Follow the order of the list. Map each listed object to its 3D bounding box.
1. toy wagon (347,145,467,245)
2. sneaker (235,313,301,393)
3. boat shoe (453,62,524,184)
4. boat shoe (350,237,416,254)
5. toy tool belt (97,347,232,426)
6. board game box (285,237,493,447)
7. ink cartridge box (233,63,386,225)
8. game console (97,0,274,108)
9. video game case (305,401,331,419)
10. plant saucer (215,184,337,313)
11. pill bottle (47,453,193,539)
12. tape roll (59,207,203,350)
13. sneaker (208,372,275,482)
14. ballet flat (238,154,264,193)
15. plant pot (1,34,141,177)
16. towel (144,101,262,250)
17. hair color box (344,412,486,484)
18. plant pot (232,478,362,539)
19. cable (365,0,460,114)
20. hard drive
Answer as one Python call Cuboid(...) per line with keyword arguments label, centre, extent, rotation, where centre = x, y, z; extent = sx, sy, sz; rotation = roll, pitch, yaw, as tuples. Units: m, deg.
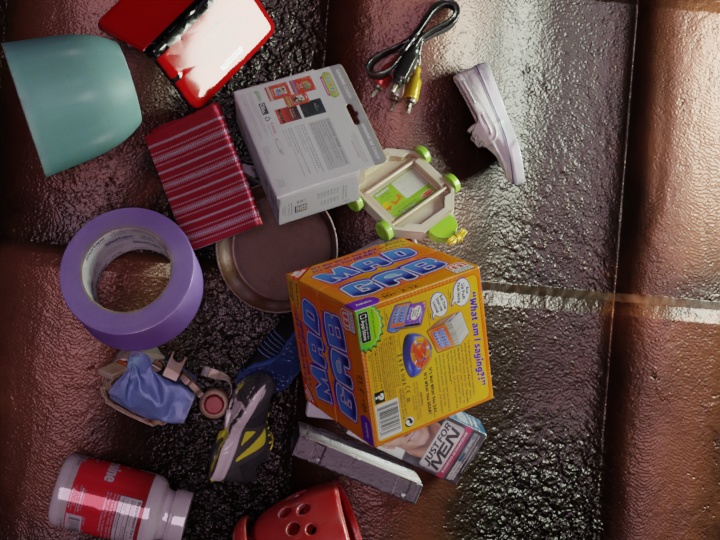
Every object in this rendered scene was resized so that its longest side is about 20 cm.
Cuboid(label="toy wagon", centre=(0.080, -0.103, 1.637), extent=(0.155, 0.040, 0.200), rotation=(-35, 68, -23))
Cuboid(label="sneaker", centre=(-0.118, 0.122, 1.639), extent=(0.070, 0.078, 0.200), rotation=(36, 128, -22))
Cuboid(label="boat shoe", centre=(0.200, -0.223, 1.679), extent=(0.065, 0.074, 0.200), rotation=(-19, 82, 1))
Cuboid(label="boat shoe", centre=(0.000, 0.000, 1.658), extent=(0.200, 0.065, 0.074), rotation=(-39, 94, -2))
Cuboid(label="toy tool belt", centre=(-0.295, 0.183, 1.620), extent=(0.200, 0.123, 0.125), rotation=(22, 90, -4))
Cuboid(label="board game box", centre=(0.040, 0.092, 1.496), extent=(0.200, 0.200, 0.200), rotation=(-18, 111, -26))
Cuboid(label="ink cartridge box", centre=(-0.076, -0.193, 1.603), extent=(0.175, 0.084, 0.200), rotation=(-18, 65, -11))
Cuboid(label="game console", centre=(-0.263, -0.372, 1.635), extent=(0.200, 0.119, 0.172), rotation=(-51, 125, -21))
Cuboid(label="video game case", centre=(0.019, 0.144, 1.660), extent=(0.181, 0.023, 0.200), rotation=(8, 105, -9))
Cuboid(label="plant saucer", centre=(-0.125, -0.035, 1.647), extent=(0.200, 0.034, 0.201), rotation=(1, 93, 17))
Cuboid(label="pill bottle", centre=(-0.361, 0.354, 1.624), extent=(0.200, 0.112, 0.112), rotation=(15, 90, -5))
Cuboid(label="tape roll", centre=(-0.340, 0.013, 1.598), extent=(0.200, 0.085, 0.200), rotation=(-1, 68, 2))
Cuboid(label="sneaker", centre=(-0.167, 0.243, 1.646), extent=(0.084, 0.075, 0.200), rotation=(17, 115, -23))
Cuboid(label="ballet flat", centre=(-0.107, -0.138, 1.659), extent=(0.200, 0.057, 0.067), rotation=(9, 92, -4))
Cuboid(label="plant pot", centre=(-0.417, -0.255, 1.574), extent=(0.161, 0.201, 0.201), rotation=(-19, 92, -15))
Cuboid(label="towel", centre=(-0.240, -0.143, 1.638), extent=(0.144, 0.022, 0.200), rotation=(-19, 93, 25))
Cuboid(label="hair color box", centre=(0.083, 0.242, 1.655), extent=(0.200, 0.061, 0.100), rotation=(27, 102, -13))
Cuboid(label="plant pot", centre=(-0.088, 0.433, 1.604), extent=(0.182, 0.200, 0.201), rotation=(-16, 92, 0))
Cuboid(label="cable", centre=(0.080, -0.347, 1.688), extent=(0.097, 0.050, 0.200), rotation=(27, 77, 13))
Cuboid(label="hard drive", centre=(-0.009, 0.290, 1.634), extent=(0.200, 0.140, 0.038), rotation=(22, 89, -3))
